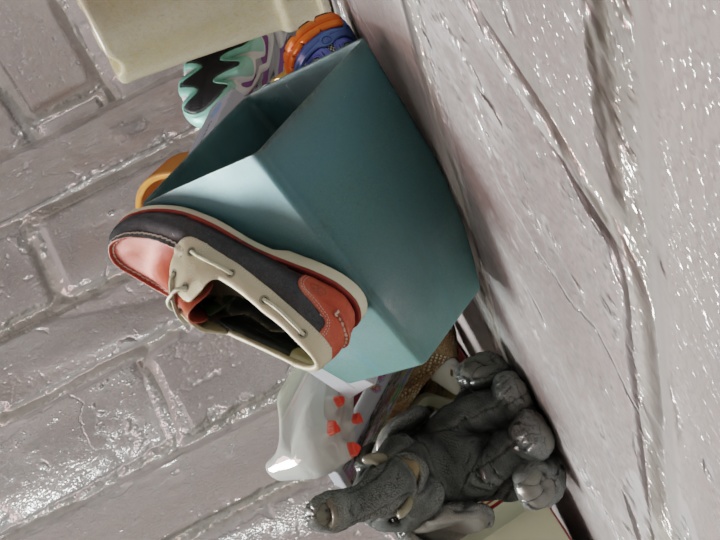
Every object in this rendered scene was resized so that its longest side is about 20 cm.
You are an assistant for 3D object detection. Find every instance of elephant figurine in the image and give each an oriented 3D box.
[{"bbox_3d":[0.051,0.160,1.299,0.156,0.199,0.142,64,176,-34],"label":"elephant figurine"}]

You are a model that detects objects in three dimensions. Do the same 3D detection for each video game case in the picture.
[{"bbox_3d":[0.026,0.092,1.405,0.018,0.201,0.143,27,170,9],"label":"video game case"}]

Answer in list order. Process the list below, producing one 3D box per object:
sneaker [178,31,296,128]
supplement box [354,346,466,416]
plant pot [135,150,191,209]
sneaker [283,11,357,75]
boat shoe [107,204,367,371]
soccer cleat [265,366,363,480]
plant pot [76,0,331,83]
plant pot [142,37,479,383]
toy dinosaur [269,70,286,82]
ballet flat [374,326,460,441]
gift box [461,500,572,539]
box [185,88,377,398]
[{"bbox_3d":[-0.090,-0.181,1.527,0.140,0.077,0.201,55,-134,-43],"label":"sneaker"},{"bbox_3d":[0.093,0.211,1.622,0.198,0.132,0.200,66,176,-32],"label":"supplement box"},{"bbox_3d":[-0.114,-0.067,1.698,0.199,0.140,0.201,25,145,19],"label":"plant pot"},{"bbox_3d":[-0.008,-0.108,1.290,0.079,0.075,0.200,56,175,38],"label":"sneaker"},{"bbox_3d":[-0.094,0.013,1.099,0.199,0.063,0.071,20,143,23],"label":"boat shoe"},{"bbox_3d":[-0.029,0.084,1.302,0.069,0.077,0.201,51,-146,-29],"label":"soccer cleat"},{"bbox_3d":[-0.148,-0.254,1.350,0.201,0.183,0.200,63,176,7],"label":"plant pot"},{"bbox_3d":[-0.018,-0.028,1.158,0.141,0.141,0.200,-18,116,48],"label":"plant pot"},{"bbox_3d":[-0.021,-0.150,1.464,0.106,0.060,0.200,53,165,-8],"label":"toy dinosaur"},{"bbox_3d":[0.056,0.131,1.527,0.065,0.200,0.071,21,145,25],"label":"ballet flat"},{"bbox_3d":[0.108,0.292,1.405,0.185,0.186,0.200,56,179,0],"label":"gift box"},{"bbox_3d":[-0.052,-0.020,1.240,0.200,0.156,0.041,36,144,-18],"label":"box"}]
